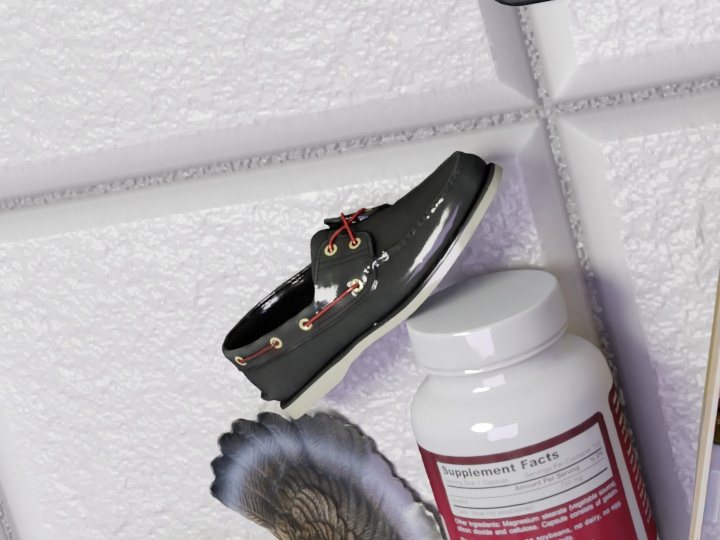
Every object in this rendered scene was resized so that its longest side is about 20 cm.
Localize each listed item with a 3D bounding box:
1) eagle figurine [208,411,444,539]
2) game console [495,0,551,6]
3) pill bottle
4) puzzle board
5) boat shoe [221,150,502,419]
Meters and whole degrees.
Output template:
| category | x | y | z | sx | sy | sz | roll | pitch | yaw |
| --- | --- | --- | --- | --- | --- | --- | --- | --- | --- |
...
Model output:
| category | x | y | z | sx | sy | sz | roll | pitch | yaw |
| --- | --- | --- | --- | --- | --- | --- | --- | --- | --- |
| eagle figurine | -0.015 | 0.191 | 1.383 | 0.152 | 0.151 | 0.200 | -39 | 62 | -12 |
| game console | 0.111 | -0.220 | 1.151 | 0.171 | 0.118 | 0.200 | -8 | 110 | 19 |
| pill bottle | 0.093 | 0.106 | 1.302 | 0.113 | 0.113 | 0.200 | -11 | 109 | 21 |
| puzzle board | 0.187 | 0.037 | 1.222 | 0.017 | 0.151 | 0.200 | 6 | 115 | 8 |
| boat shoe | -0.001 | 0.001 | 1.306 | 0.063 | 0.074 | 0.201 | 39 | 123 | -11 |
